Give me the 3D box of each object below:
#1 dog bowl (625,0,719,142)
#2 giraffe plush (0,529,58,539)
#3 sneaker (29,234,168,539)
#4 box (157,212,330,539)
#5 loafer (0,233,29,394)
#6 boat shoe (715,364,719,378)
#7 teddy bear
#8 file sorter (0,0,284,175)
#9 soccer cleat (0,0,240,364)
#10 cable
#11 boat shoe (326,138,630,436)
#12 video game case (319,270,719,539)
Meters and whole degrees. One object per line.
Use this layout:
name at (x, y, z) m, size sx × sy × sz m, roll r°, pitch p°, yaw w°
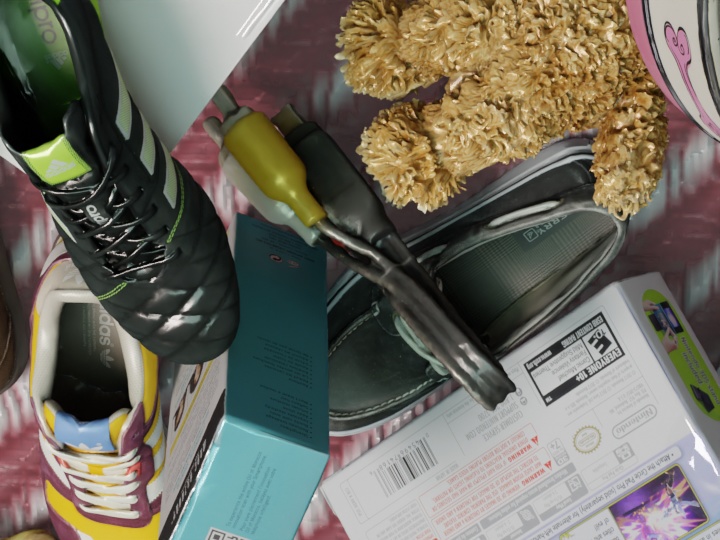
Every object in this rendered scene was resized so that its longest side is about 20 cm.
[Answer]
dog bowl at (0.192, -0.131, 1.084) m, size 0.200 × 0.074 × 0.201 m, roll -12°, pitch 111°, yaw -33°
giraffe plush at (-0.190, 0.213, 1.285) m, size 0.199 × 0.172 × 0.163 m, roll 12°, pitch 113°, yaw 38°
sneaker at (-0.125, 0.079, 1.244) m, size 0.075 × 0.090 × 0.201 m, roll -3°, pitch 112°, yaw 7°
box at (-0.050, 0.056, 1.165) m, size 0.049 × 0.200 × 0.083 m, roll 20°, pitch 114°, yaw -11°
loafer at (-0.205, -0.024, 1.219) m, size 0.073 × 0.071 × 0.201 m, roll -16°, pitch 107°, yaw 13°
boat shoe at (0.182, 0.114, 1.230) m, size 0.086 × 0.075 × 0.202 m, roll 32°, pitch 107°, yaw 16°
teddy bear at (0.086, -0.096, 1.147) m, size 0.199 × 0.067 × 0.146 m, roll 1°, pitch 78°, yaw 12°
file sorter at (-0.140, -0.146, 1.133) m, size 0.200 × 0.125 × 0.139 m, roll 35°, pitch 113°, yaw -8°
soccer cleat at (-0.109, -0.041, 1.062) m, size 0.067 × 0.081 × 0.201 m, roll -20°, pitch 109°, yaw 16°
cable at (0.000, 0.000, 1.161) m, size 0.050 × 0.097 × 0.200 m, roll -35°, pitch 62°, yaw -1°
boat shoe at (0.040, 0.013, 1.209) m, size 0.200 × 0.071 × 0.072 m, roll -41°, pitch 103°, yaw 20°
video game case at (0.099, 0.128, 1.201) m, size 0.200 × 0.045 × 0.182 m, roll -36°, pitch 76°, yaw 34°
